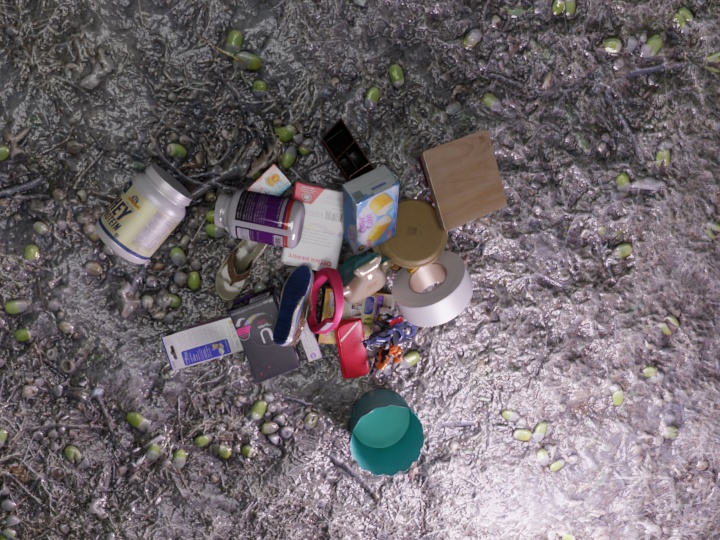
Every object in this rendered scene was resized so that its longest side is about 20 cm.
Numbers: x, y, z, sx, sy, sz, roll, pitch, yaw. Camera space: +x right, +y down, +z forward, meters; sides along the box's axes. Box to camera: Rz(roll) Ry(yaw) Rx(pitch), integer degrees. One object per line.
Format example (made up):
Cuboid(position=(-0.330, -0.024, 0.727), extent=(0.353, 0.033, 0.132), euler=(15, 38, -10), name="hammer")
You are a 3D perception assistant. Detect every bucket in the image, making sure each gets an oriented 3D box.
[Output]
Cuboid(position=(0.064, 0.430, 1.530), extent=(0.202, 0.135, 0.212), euler=(-1, 101, -6), name="bucket")

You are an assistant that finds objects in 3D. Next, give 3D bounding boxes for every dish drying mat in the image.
Cuboid(position=(-0.022, 0.208, 1.494), extent=(0.075, 0.018, 0.203), euler=(-13, 127, -7), name="dish drying mat")

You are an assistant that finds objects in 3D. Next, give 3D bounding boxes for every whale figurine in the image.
Cuboid(position=(0.000, 0.000, 1.381), extent=(0.157, 0.201, 0.105), euler=(-31, 74, -12), name="whale figurine")

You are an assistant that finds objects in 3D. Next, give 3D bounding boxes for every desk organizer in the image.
Cuboid(position=(-0.018, -0.262, 1.386), extent=(0.071, 0.077, 0.202), euler=(-33, 85, 1), name="desk organizer")

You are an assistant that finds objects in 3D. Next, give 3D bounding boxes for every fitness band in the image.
Cuboid(position=(-0.089, 0.075, 1.393), extent=(0.037, 0.200, 0.147), euler=(3, 70, -23), name="fitness band")

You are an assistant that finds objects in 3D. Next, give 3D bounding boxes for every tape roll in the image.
Cuboid(position=(0.179, 0.043, 1.431), extent=(0.200, 0.203, 0.071), euler=(-31, 125, 0), name="tape roll")

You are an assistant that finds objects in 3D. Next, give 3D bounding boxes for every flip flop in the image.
Cuboid(position=(-0.302, -0.015, 1.437), extent=(0.081, 0.058, 0.201), euler=(36, 95, -12), name="flip flop")

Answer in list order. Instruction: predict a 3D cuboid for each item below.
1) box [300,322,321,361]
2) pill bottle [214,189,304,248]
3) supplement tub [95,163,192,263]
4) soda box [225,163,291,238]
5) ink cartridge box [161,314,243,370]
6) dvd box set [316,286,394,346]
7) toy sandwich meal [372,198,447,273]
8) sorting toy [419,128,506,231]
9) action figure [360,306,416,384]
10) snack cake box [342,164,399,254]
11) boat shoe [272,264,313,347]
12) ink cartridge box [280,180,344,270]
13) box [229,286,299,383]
Cuboid(position=(-0.152, 0.138, 1.495), extent=(0.038, 0.041, 0.204), euler=(-19, 102, -3), name="box")
Cuboid(position=(-0.233, -0.123, 1.325), extent=(0.196, 0.113, 0.115), euler=(11, 100, 1), name="pill bottle")
Cuboid(position=(-0.507, -0.134, 1.344), extent=(0.145, 0.145, 0.201), euler=(41, 94, -13), name="supplement tub")
Cuboid(position=(-0.261, -0.173, 1.409), extent=(0.200, 0.064, 0.069), euler=(-42, 103, 3), name="soda box")
Cuboid(position=(-0.405, 0.185, 1.475), extent=(0.196, 0.037, 0.097), euler=(-16, 103, -6), name="ink cartridge box")
Cuboid(position=(-0.011, 0.123, 1.497), extent=(0.196, 0.029, 0.150), euler=(5, 101, -19), name="dvd box set")
Cuboid(position=(0.125, -0.085, 1.459), extent=(0.200, 0.070, 0.210), euler=(0, 74, 0), name="toy sandwich meal")
Cuboid(position=(0.251, -0.227, 1.440), extent=(0.197, 0.069, 0.203), euler=(-22, 101, -20), name="sorting toy")
Cuboid(position=(0.052, 0.187, 1.465), extent=(0.197, 0.103, 0.198), euler=(-4, 100, -43), name="action figure")
Cuboid(position=(0.022, -0.137, 1.326), extent=(0.114, 0.201, 0.068), euler=(-28, 63, -16), name="snack cake box")
Cuboid(position=(-0.157, 0.088, 1.397), extent=(0.071, 0.072, 0.204), euler=(17, 83, 30), name="boat shoe")
Cuboid(position=(-0.113, -0.111, 1.428), extent=(0.144, 0.086, 0.204), euler=(12, 101, -9), name="ink cartridge box")
Cuboid(position=(-0.242, 0.163, 1.455), extent=(0.120, 0.106, 0.204), euler=(-20, 103, -2), name="box")
